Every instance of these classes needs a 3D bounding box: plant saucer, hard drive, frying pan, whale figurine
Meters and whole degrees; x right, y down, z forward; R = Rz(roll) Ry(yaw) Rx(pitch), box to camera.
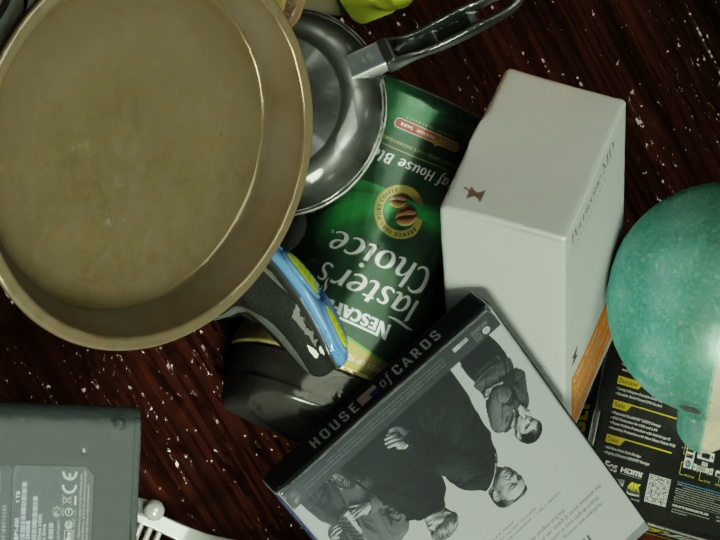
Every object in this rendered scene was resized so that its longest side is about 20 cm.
[{"bbox_3d":[-0.109,-0.061,1.399,0.200,0.029,0.200,-13,111,-38],"label":"plant saucer"},{"bbox_3d":[-0.212,0.134,1.448,0.200,0.033,0.140,3,88,-20],"label":"hard drive"},{"bbox_3d":[-0.007,-0.089,1.533,0.031,0.190,0.115,33,54,-72],"label":"frying pan"},{"bbox_3d":[0.189,0.021,1.613,0.104,0.200,0.159,12,83,6],"label":"whale figurine"}]

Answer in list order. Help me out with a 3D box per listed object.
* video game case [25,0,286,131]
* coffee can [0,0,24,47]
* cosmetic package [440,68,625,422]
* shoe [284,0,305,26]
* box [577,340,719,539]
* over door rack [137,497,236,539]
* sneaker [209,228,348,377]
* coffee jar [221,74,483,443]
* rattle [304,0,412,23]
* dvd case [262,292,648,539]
[{"bbox_3d":[-0.096,-0.137,1.418,0.143,0.017,0.200,5,105,-39],"label":"video game case"},{"bbox_3d":[-0.275,-0.159,1.361,0.146,0.146,0.200,-48,114,-23],"label":"coffee can"},{"bbox_3d":[0.095,-0.003,1.571,0.200,0.071,0.102,83,27,-54],"label":"cosmetic package"},{"bbox_3d":[-0.117,-0.160,1.442,0.200,0.053,0.070,18,101,-40],"label":"shoe"},{"bbox_3d":[0.207,0.084,1.734,0.200,0.049,0.160,17,79,-32],"label":"box"},{"bbox_3d":[-0.066,0.224,1.549,0.200,0.067,0.148,30,76,-29],"label":"over door rack"},{"bbox_3d":[-0.094,0.000,1.497,0.199,0.071,0.083,30,88,6],"label":"sneaker"},{"bbox_3d":[0.000,0.000,1.574,0.104,0.085,0.200,23,79,-19],"label":"coffee jar"},{"bbox_3d":[-0.044,-0.231,1.553,0.200,0.130,0.143,21,70,-8],"label":"rattle"},{"bbox_3d":[0.056,0.126,1.562,0.150,0.025,0.200,-41,128,-6],"label":"dvd case"}]
